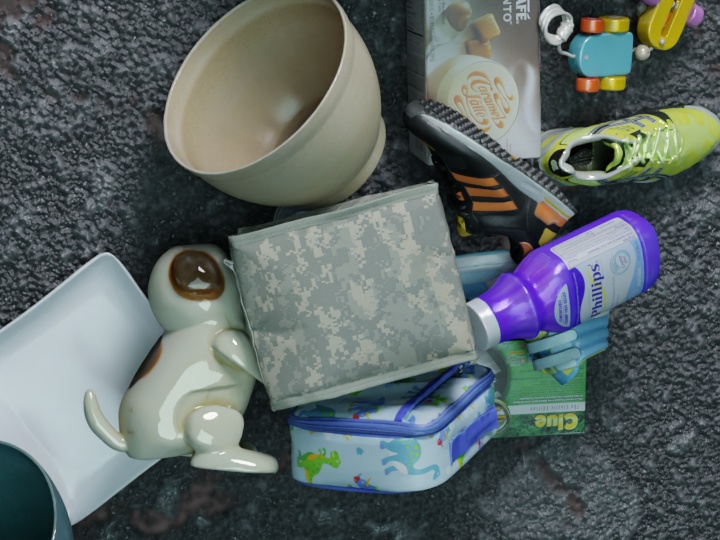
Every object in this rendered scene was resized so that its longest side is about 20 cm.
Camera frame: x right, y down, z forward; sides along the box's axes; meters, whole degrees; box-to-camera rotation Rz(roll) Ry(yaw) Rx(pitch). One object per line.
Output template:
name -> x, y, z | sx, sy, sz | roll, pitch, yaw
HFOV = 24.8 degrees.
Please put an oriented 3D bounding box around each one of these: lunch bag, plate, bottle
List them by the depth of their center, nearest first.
lunch bag -> -0.010, 0.023, 1.456 | 0.199, 0.118, 0.165 | -14, 95, 0
lunch bag -> 0.036, 0.140, 1.525 | 0.160, 0.200, 0.083 | 3, 105, 25
bottle -> 0.187, 0.014, 1.535 | 0.199, 0.065, 0.084 | -24, 127, -22
plate -> -0.262, 0.112, 1.572 | 0.200, 0.032, 0.200 | -36, 106, -1

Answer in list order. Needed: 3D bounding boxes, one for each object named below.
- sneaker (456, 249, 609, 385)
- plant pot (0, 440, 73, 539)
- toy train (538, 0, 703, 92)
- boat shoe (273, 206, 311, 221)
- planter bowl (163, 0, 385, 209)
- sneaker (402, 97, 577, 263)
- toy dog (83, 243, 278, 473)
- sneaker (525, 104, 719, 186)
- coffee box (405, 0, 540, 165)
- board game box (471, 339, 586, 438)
sneaker -> 0.158, 0.047, 1.602 | 0.199, 0.080, 0.131 | 0, 85, -10
plant pot -> -0.348, 0.277, 1.528 | 0.199, 0.200, 0.135 | -31, 144, -3
toy train -> 0.247, -0.265, 1.564 | 0.200, 0.056, 0.150 | -44, 120, -10
boat shoe -> 0.000, 0.001, 1.561 | 0.201, 0.072, 0.070 | 43, 84, -1
planter bowl -> -0.061, -0.138, 1.488 | 0.200, 0.200, 0.135 | -46, 134, 2
sneaker -> 0.105, -0.076, 1.505 | 0.200, 0.070, 0.090 | 31, 105, -27
toy dog -> -0.152, 0.075, 1.517 | 0.193, 0.140, 0.201 | 6, 89, -7
sneaker -> 0.265, -0.114, 1.602 | 0.199, 0.076, 0.076 | -14, 103, -9
coffee box -> 0.106, -0.207, 1.547 | 0.114, 0.080, 0.201 | -4, 104, -11
board game box -> 0.131, 0.119, 1.657 | 0.199, 0.023, 0.105 | -1, 100, -10
